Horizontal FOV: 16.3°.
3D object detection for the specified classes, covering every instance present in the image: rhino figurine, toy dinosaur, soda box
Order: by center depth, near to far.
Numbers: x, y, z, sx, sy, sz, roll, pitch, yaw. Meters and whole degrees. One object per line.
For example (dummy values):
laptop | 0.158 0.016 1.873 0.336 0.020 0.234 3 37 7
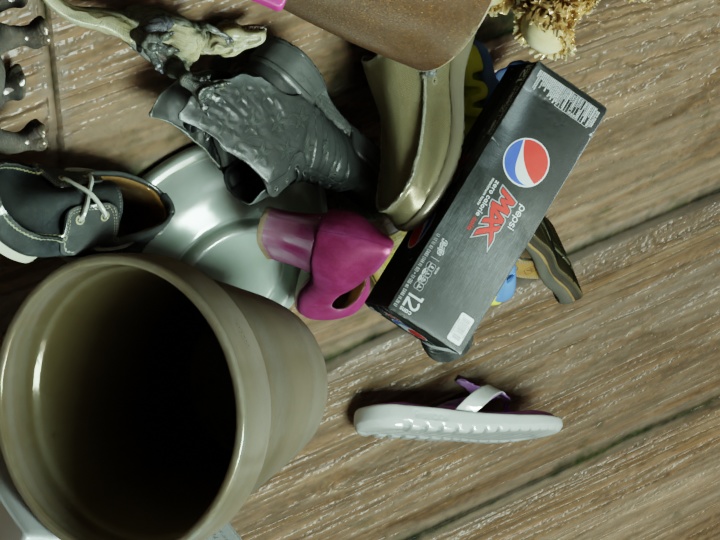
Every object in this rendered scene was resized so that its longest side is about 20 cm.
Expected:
rhino figurine | -0.238 -0.147 1.528 0.087 0.060 0.200 -19 138 -25
toy dinosaur | -0.130 -0.147 1.597 0.200 0.088 0.048 14 115 -45
soda box | 0.086 -0.044 1.722 0.063 0.071 0.200 33 84 -13

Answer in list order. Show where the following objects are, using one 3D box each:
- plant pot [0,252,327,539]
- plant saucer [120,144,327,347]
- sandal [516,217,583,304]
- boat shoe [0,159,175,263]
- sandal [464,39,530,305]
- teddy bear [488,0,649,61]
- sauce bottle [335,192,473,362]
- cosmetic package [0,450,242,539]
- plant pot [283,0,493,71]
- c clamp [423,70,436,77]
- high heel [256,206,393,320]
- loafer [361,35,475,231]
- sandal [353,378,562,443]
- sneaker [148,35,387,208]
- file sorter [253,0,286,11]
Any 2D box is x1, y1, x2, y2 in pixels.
plant pot | -0.114 0.081 1.672 0.173 0.200 0.200 -9 132 -58
plant saucer | -0.101 0.000 1.779 0.200 0.050 0.201 -21 135 -23
sandal | 0.117 -0.029 1.926 0.054 0.082 0.200 -23 148 10
boat shoe | -0.190 -0.044 1.618 0.067 0.072 0.200 -25 164 20
sandal | 0.098 -0.074 1.806 0.087 0.079 0.201 -11 105 -31
teddy bear | 0.149 -0.236 1.667 0.067 0.145 0.200 -9 122 -59
sauce bottle | 0.038 -0.002 1.881 0.065 0.065 0.200 -36 141 -8
cosmetic package | -0.224 0.205 1.767 0.200 0.166 0.168 11 118 -43
plant pot | -0.028 -0.237 1.551 0.199 0.187 0.187 12 117 -23
c clamp | 0.075 -0.253 1.629 0.027 0.200 0.171 16 146 -9
high heel | 0.000 0.000 1.761 0.200 0.096 0.068 56 50 -65
loafer | 0.033 -0.127 1.725 0.067 0.076 0.201 13 77 -20
sandal | 0.085 0.110 2.021 0.202 0.082 0.050 5 78 -40
sneaker | -0.056 -0.081 1.716 0.104 0.060 0.200 -55 134 -20
file sorter | -0.068 -0.276 1.412 0.125 0.139 0.200 123 -10 -82
